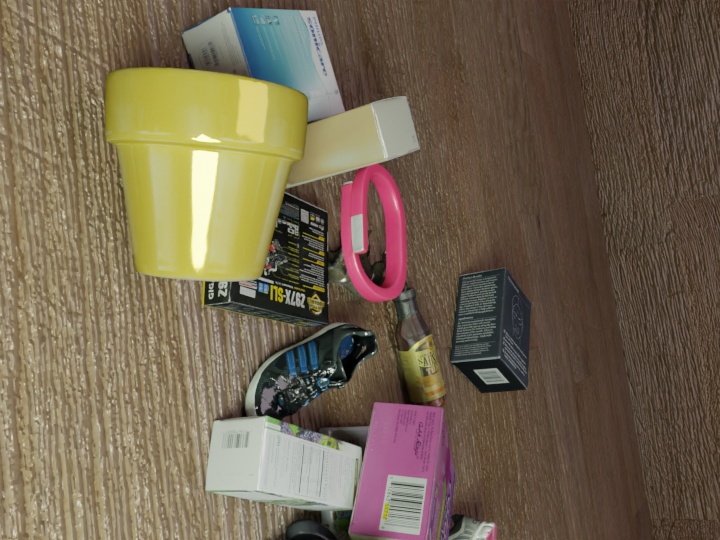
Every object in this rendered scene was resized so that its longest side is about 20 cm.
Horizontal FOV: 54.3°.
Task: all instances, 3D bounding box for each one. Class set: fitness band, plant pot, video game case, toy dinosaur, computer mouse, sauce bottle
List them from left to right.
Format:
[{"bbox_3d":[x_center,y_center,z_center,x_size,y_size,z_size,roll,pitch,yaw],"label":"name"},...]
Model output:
[{"bbox_3d":[-0.158,-0.090,0.712,0.200,0.199,0.191,-2,98,-59],"label":"plant pot"},{"bbox_3d":[-0.027,0.378,0.889,0.201,0.058,0.034,56,15,-23],"label":"computer mouse"},{"bbox_3d":[0.000,0.000,1.063,0.200,0.076,0.103,46,56,-49],"label":"toy dinosaur"},{"bbox_3d":[0.006,0.318,1.008,0.199,0.023,0.184,17,67,-57],"label":"video game case"},{"bbox_3d":[0.022,-0.055,1.014,0.143,0.037,0.202,30,56,-56],"label":"fitness band"},{"bbox_3d":[0.093,0.131,1.166,0.066,0.065,0.202,-26,103,-58],"label":"sauce bottle"}]

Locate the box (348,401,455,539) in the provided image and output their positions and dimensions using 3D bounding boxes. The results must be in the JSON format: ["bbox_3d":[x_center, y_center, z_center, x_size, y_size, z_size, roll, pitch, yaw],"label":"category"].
[{"bbox_3d":[0.064,0.305,0.932,0.201,0.096,0.177,76,22,-48],"label":"box"}]

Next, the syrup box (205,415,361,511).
[{"bbox_3d":[-0.083,0.233,0.831,0.200,0.078,0.082,33,53,-50],"label":"syrup box"}]

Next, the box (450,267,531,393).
[{"bbox_3d":[0.266,0.122,1.412,0.148,0.106,0.202,45,46,-43],"label":"box"}]

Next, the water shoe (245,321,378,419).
[{"bbox_3d":[-0.058,0.124,0.874,0.200,0.078,0.072,-39,115,-39],"label":"water shoe"}]

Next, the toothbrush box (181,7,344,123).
[{"bbox_3d":[-0.117,-0.254,0.913,0.200,0.085,0.148,-33,109,-56],"label":"toothbrush box"}]

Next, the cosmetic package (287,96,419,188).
[{"bbox_3d":[-0.036,-0.161,0.908,0.105,0.198,0.072,-31,107,-57],"label":"cosmetic package"}]

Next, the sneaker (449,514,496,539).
[{"bbox_3d":[0.141,0.482,1.140,0.200,0.087,0.074,-51,137,-24],"label":"sneaker"}]

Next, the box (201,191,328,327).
[{"bbox_3d":[-0.113,-0.020,0.888,0.199,0.049,0.162,19,68,-56],"label":"box"}]
